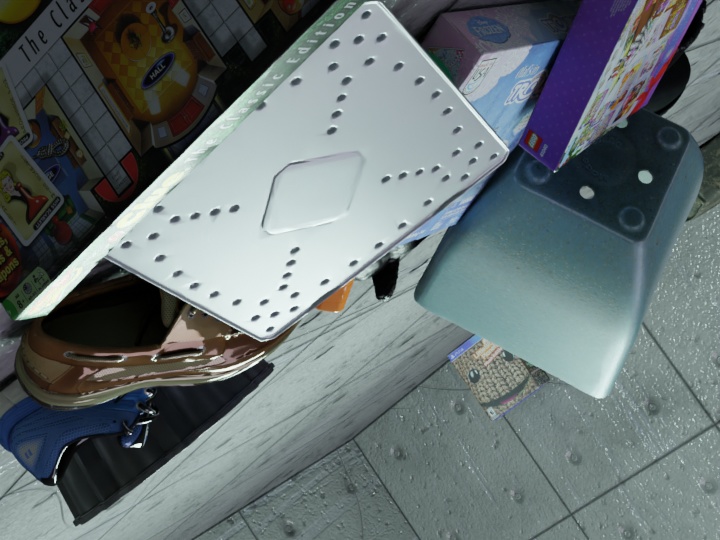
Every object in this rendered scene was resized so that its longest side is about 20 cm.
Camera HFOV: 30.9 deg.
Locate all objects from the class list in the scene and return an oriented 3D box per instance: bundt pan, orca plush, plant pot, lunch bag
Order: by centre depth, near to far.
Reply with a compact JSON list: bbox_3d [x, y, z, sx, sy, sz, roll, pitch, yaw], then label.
[{"bbox_3d":[-0.168,0.110,1.036,0.201,0.076,0.202,-38,-178,1],"label":"bundt pan"},{"bbox_3d":[0.179,-0.048,1.094,0.197,0.194,0.201,-60,172,-24],"label":"plant pot"},{"bbox_3d":[0.000,0.000,1.135,0.199,0.072,0.105,-34,-179,-11],"label":"orca plush"},{"bbox_3d":[0.715,-0.181,2.732,0.163,0.118,0.200,-34,166,-15],"label":"lunch bag"}]

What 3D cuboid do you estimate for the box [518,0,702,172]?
[{"bbox_3d":[0.193,-0.176,0.909,0.136,0.039,0.201,-34,156,-39],"label":"box"}]

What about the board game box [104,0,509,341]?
[{"bbox_3d":[-0.032,-0.052,0.737,0.199,0.026,0.200,-38,149,11],"label":"board game box"}]

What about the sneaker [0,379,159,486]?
[{"bbox_3d":[-0.162,0.077,0.920,0.199,0.090,0.079,-38,171,0],"label":"sneaker"}]

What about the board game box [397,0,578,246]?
[{"bbox_3d":[0.063,-0.097,0.918,0.199,0.043,0.200,-23,153,-55],"label":"board game box"}]

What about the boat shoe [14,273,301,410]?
[{"bbox_3d":[-0.121,0.032,0.834,0.198,0.076,0.074,-19,154,-27],"label":"boat shoe"}]

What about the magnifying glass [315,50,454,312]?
[{"bbox_3d":[0.005,-0.052,0.824,0.078,0.023,0.202,8,131,-16],"label":"magnifying glass"}]

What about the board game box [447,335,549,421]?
[{"bbox_3d":[0.345,0.244,3.246,0.159,0.201,0.097,-39,169,22],"label":"board game box"}]

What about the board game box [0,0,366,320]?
[{"bbox_3d":[-0.070,-0.084,0.401,0.200,0.105,0.023,-41,166,25],"label":"board game box"}]

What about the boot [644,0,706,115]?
[{"bbox_3d":[0.260,-0.193,1.179,0.197,0.074,0.163,-30,166,-28],"label":"boot"}]
